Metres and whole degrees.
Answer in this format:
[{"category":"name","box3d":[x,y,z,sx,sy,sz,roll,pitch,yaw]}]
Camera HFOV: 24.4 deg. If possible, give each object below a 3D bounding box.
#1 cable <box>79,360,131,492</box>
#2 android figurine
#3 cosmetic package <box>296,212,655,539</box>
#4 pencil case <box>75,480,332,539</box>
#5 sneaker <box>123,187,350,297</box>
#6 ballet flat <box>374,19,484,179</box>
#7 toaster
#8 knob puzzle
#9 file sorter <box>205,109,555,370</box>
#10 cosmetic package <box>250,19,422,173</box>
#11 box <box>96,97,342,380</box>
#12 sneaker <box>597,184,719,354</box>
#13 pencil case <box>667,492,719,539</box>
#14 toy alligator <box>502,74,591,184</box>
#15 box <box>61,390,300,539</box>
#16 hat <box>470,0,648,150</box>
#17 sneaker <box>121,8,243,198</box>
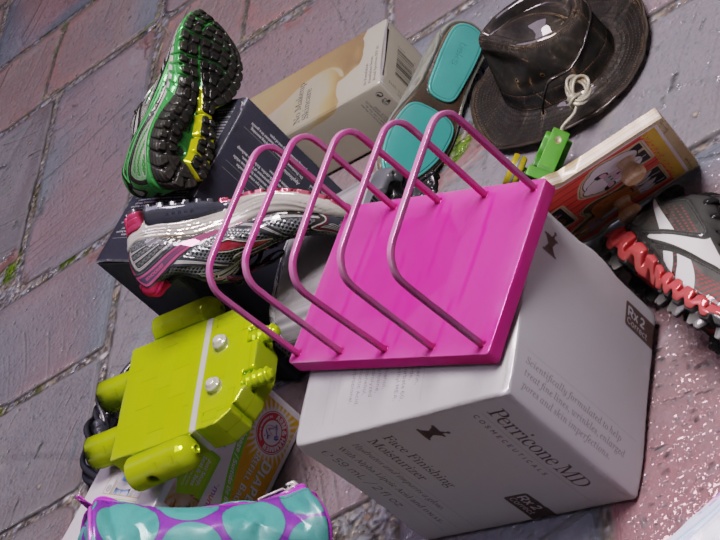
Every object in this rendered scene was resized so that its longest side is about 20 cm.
[{"category":"cable","box3d":[-0.224,0.148,1.648,0.162,0.051,0.201,-12,48,43]},{"category":"android figurine","box3d":[-0.148,0.102,1.416,0.199,0.041,0.183,-22,41,29]},{"category":"cosmetic package","box3d":[0.088,0.079,1.239,0.199,0.165,0.166,-18,47,39]},{"category":"pencil case","box3d":[-0.126,0.220,1.333,0.085,0.198,0.093,137,130,-74]},{"category":"sneaker","box3d":[-0.098,-0.026,1.413,0.198,0.081,0.075,-8,84,6]},{"category":"ballet flat","box3d":[0.066,-0.154,1.625,0.201,0.067,0.064,-62,8,-22]},{"category":"toaster","box3d":[0.000,0.000,1.481,0.129,0.113,0.201,-23,41,37]},{"category":"knob puzzle","box3d":[0.167,-0.039,1.287,0.219,0.219,0.031,-36,72,19]},{"category":"file sorter","box3d":[0.007,-0.022,1.168,0.199,0.125,0.140,-6,55,45]},{"category":"cosmetic package","box3d":[-0.032,-0.164,1.727,0.199,0.071,0.106,-27,38,30]},{"category":"box","box3d":[-0.113,-0.027,1.560,0.104,0.200,0.183,-2,53,47]},{"category":"sneaker","box3d":[0.255,-0.004,1.220,0.098,0.071,0.200,-48,31,4]},{"category":"pencil case","box3d":[0.241,0.171,1.037,0.200,0.091,0.083,-47,33,3]},{"category":"toy alligator","box3d":[0.155,-0.077,1.437,0.054,0.059,0.201,105,-171,-65]},{"category":"box","box3d":[-0.153,0.183,1.468,0.101,0.112,0.201,-1,55,46]},{"category":"hat","box3d":[0.163,-0.204,1.530,0.200,0.081,0.201,-31,37,27]},{"category":"sneaker","box3d":[-0.169,-0.153,1.502,0.085,0.078,0.201,-16,44,40]}]
